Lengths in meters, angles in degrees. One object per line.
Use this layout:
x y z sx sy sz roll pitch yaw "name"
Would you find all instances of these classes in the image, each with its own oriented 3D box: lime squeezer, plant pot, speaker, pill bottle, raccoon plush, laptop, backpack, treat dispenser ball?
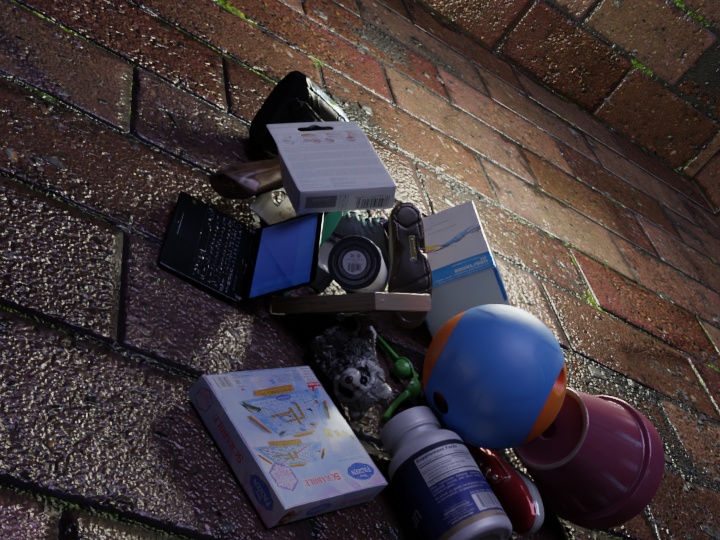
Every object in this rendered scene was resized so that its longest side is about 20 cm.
0.053 0.163 1.549 0.070 0.038 0.200 0 38 -8 "lime squeezer"
0.321 0.262 1.502 0.179 0.200 0.200 36 22 -41 "plant pot"
0.000 0.000 1.551 0.081 0.081 0.200 43 -1 7 "speaker"
0.104 0.281 1.329 0.111 0.111 0.200 12 37 -44 "pill bottle"
0.014 0.137 1.468 0.134 0.097 0.200 56 29 14 "raccoon plush"
-0.168 -0.050 1.471 0.200 0.103 0.178 28 34 -18 "laptop"
-0.096 -0.261 1.876 0.200 0.163 0.154 30 12 -34 "backpack"
0.187 0.148 1.415 0.200 0.201 0.201 31 27 -18 "treat dispenser ball"

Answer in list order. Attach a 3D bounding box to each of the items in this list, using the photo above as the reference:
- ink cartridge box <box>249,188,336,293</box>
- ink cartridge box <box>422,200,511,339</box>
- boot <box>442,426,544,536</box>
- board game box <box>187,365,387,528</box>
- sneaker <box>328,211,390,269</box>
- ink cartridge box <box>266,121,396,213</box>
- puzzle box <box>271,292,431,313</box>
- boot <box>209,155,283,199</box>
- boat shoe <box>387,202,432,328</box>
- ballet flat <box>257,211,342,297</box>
-0.098 -0.068 1.686 0.176 0.045 0.200 38 26 -5 "ink cartridge box"
0.164 0.009 1.739 0.200 0.144 0.147 -100 167 -53 "ink cartridge box"
0.164 0.292 1.442 0.144 0.073 0.200 16 26 -39 "boot"
-0.088 0.211 1.263 0.200 0.041 0.200 2 44 -52 "board game box"
0.001 -0.077 1.684 0.200 0.088 0.074 36 26 -12 "sneaker"
-0.051 -0.166 1.601 0.159 0.047 0.200 -5 39 -20 "ink cartridge box"
-0.014 0.049 1.477 0.133 0.199 0.026 5 84 -51 "puzzle box"
-0.117 -0.140 1.614 0.186 0.065 0.200 13 18 35 "boot"
0.074 -0.004 1.620 0.071 0.076 0.201 4 77 -11 "boat shoe"
-0.099 -0.046 1.558 0.074 0.074 0.200 38 52 -4 "ballet flat"
